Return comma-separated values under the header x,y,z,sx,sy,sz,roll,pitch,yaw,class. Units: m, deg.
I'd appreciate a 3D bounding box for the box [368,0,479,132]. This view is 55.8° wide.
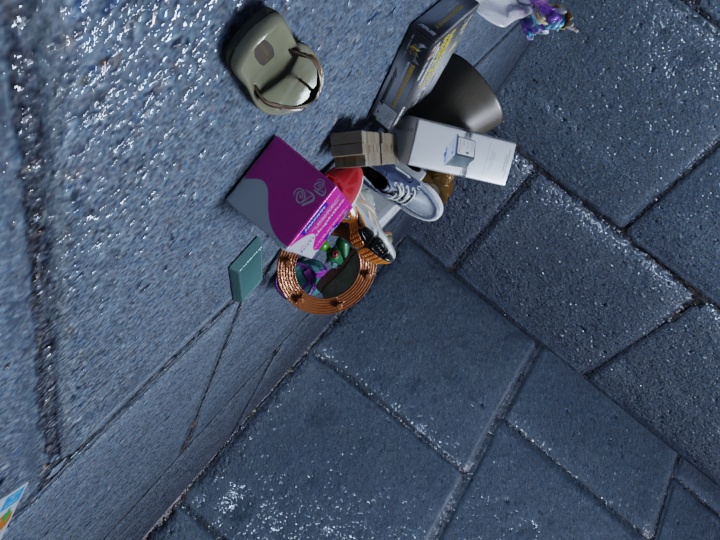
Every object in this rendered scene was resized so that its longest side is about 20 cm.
x,y,z,sx,sy,sz,roll,pitch,yaw,class
0.102,-0.344,1.122,0.159,0.048,0.200,-48,174,-37,box

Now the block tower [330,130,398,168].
x,y,z,sx,sy,sz,roll,pitch,yaw,class
0.010,-0.197,1.111,0.200,0.057,0.055,-25,113,-68,block tower

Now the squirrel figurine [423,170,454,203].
x,y,z,sx,sy,sz,roll,pitch,yaw,class
0.310,-0.376,2.457,0.187,0.141,0.200,-57,180,-21,squirrel figurine

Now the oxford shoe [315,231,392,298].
x,y,z,sx,sy,sz,roll,pitch,yaw,class
0.000,0.000,1.377,0.200,0.074,0.071,-43,160,23,oxford shoe

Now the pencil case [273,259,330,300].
x,y,z,sx,sy,sz,roll,pitch,yaw,class
-0.122,0.020,1.481,0.092,0.086,0.200,-16,-179,7,pencil case

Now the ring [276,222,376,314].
x,y,z,sx,sy,sz,roll,pitch,yaw,class
-0.062,-0.003,1.308,0.201,0.200,0.019,-52,-153,7,ring

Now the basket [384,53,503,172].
x,y,z,sx,sy,sz,roll,pitch,yaw,class
0.159,-0.305,1.376,0.200,0.181,0.136,-42,-175,-8,basket

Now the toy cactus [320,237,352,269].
x,y,z,sx,sy,sz,roll,pitch,yaw,class
-0.028,-0.043,1.584,0.200,0.101,0.167,-25,110,-67,toy cactus

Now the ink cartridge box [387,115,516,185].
x,y,z,sx,sy,sz,roll,pitch,yaw,class
0.159,-0.224,1.251,0.146,0.198,0.087,-137,-124,-67,ink cartridge box

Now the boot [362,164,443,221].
x,y,z,sx,sy,sz,roll,pitch,yaw,class
0.073,-0.152,1.307,0.073,0.199,0.091,-51,-172,27,boot

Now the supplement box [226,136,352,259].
x,y,z,sx,sy,sz,roll,pitch,yaw,class
-0.087,-0.089,0.901,0.101,0.103,0.200,-51,174,2,supplement box

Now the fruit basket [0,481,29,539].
x,y,z,sx,sy,sz,roll,pitch,yaw,class
-0.450,0.348,0.734,0.201,0.093,0.185,-56,175,8,fruit basket

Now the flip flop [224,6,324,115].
x,y,z,sx,sy,sz,roll,pitch,yaw,class
-0.067,-0.182,0.634,0.081,0.057,0.200,-52,175,3,flip flop

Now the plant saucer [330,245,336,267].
x,y,z,sx,sy,sz,roll,pitch,yaw,class
-0.027,-0.094,1.933,0.201,0.027,0.200,-51,175,-6,plant saucer

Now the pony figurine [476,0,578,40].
x,y,z,sx,sy,sz,roll,pitch,yaw,class
0.302,-0.500,1.232,0.167,0.192,0.200,-49,-165,17,pony figurine

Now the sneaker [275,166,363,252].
x,y,z,sx,sy,sz,roll,pitch,yaw,class
-0.058,-0.119,1.106,0.200,0.078,0.116,-52,177,-18,sneaker

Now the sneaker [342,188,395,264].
x,y,z,sx,sy,sz,roll,pitch,yaw,class
0.010,-0.102,1.263,0.075,0.200,0.092,-15,-147,43,sneaker

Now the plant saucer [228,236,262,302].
x,y,z,sx,sy,sz,roll,pitch,yaw,class
-0.188,0.005,1.141,0.070,0.019,0.200,-51,174,-19,plant saucer

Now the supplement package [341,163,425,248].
x,y,z,sx,sy,sz,roll,pitch,yaw,class
0.025,-0.155,1.419,0.200,0.114,0.110,-46,174,-34,supplement package
